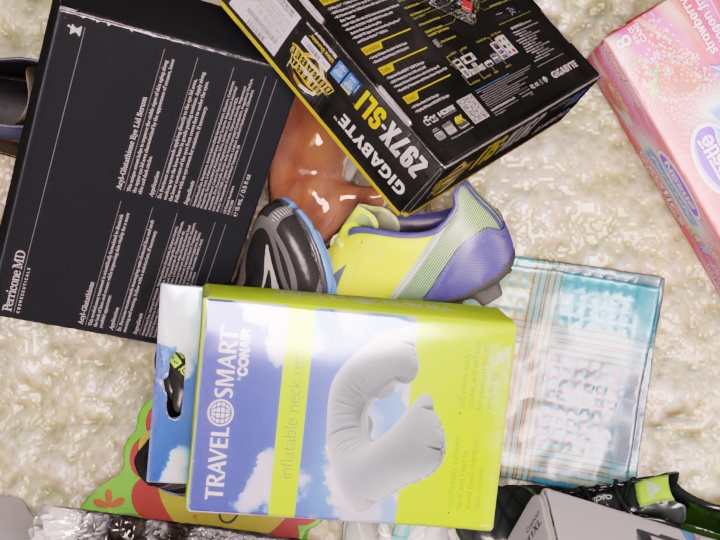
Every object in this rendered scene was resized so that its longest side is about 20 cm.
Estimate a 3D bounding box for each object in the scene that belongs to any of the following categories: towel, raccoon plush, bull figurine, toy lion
[{"bbox_3d":[0.095,0.064,0.807,0.197,0.022,0.149,8,91,3],"label":"towel"},{"bbox_3d":[-0.102,0.216,0.704,0.197,0.097,0.136,11,79,-11],"label":"raccoon plush"},{"bbox_3d":[-0.019,-0.106,0.783,0.120,0.065,0.203,-3,96,11],"label":"bull figurine"},{"bbox_3d":[-0.105,0.164,0.804,0.197,0.069,0.194,-18,83,4],"label":"toy lion"}]

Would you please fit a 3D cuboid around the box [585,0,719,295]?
[{"bbox_3d":[0.235,-0.078,0.759,0.102,0.095,0.202,-30,90,4],"label":"box"}]

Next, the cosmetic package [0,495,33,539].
[{"bbox_3d":[-0.230,0.241,0.743,0.051,0.199,0.153,15,94,-30],"label":"cosmetic package"}]

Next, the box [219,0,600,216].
[{"bbox_3d":[0.038,-0.135,0.717,0.160,0.199,0.049,48,131,8],"label":"box"}]

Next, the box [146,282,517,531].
[{"bbox_3d":[-0.018,0.075,0.682,0.197,0.048,0.124,5,97,-8],"label":"box"}]

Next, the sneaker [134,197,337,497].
[{"bbox_3d":[-0.077,0.053,0.723,0.071,0.082,0.201,40,112,41],"label":"sneaker"}]

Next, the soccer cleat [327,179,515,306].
[{"bbox_3d":[0.001,-0.001,0.756,0.198,0.065,0.084,-20,111,27],"label":"soccer cleat"}]

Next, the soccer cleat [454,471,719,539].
[{"bbox_3d":[0.159,0.157,0.769,0.197,0.068,0.082,8,132,-5],"label":"soccer cleat"}]

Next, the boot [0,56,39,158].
[{"bbox_3d":[-0.180,-0.090,0.779,0.197,0.097,0.076,10,91,3],"label":"boot"}]

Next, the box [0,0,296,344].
[{"bbox_3d":[-0.134,-0.062,0.729,0.139,0.079,0.202,11,120,-22],"label":"box"}]

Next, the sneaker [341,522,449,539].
[{"bbox_3d":[0.026,0.154,0.768,0.074,0.089,0.203,10,105,3],"label":"sneaker"}]

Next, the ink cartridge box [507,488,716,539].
[{"bbox_3d":[0.172,0.235,0.731,0.197,0.083,0.147,18,118,-11],"label":"ink cartridge box"}]
